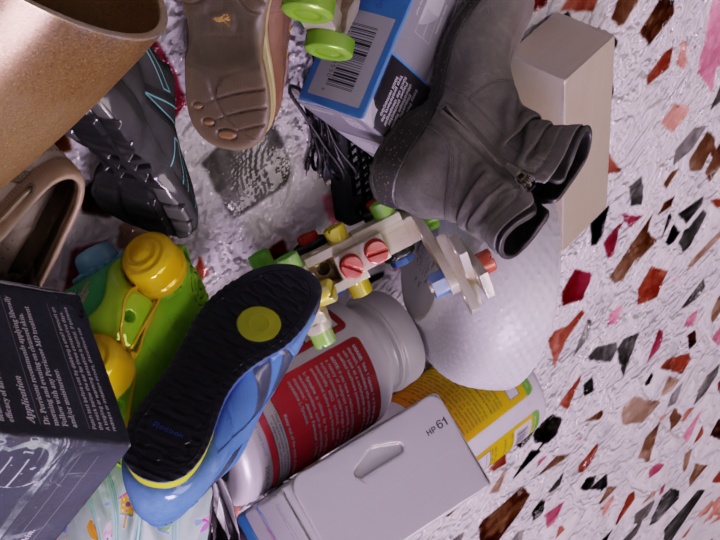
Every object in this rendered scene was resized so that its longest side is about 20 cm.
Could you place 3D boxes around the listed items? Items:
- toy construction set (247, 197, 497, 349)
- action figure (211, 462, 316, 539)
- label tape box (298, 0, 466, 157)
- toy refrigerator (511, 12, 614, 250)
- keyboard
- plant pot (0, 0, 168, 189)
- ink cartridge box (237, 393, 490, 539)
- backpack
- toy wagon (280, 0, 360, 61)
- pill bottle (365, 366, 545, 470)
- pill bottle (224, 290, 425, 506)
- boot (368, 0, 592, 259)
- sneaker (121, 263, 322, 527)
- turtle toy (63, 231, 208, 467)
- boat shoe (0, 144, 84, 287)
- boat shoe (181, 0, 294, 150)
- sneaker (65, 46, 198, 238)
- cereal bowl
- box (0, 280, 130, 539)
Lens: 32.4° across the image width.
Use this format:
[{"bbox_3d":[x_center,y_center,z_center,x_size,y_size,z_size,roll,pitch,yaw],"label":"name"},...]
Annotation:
[{"bbox_3d":[0.000,0.000,0.932,0.197,0.131,0.093,-12,101,-6],"label":"toy construction set"},{"bbox_3d":[-0.095,0.238,1.090,0.198,0.069,0.132,-14,99,-42],"label":"action figure"},{"bbox_3d":[0.051,-0.148,0.922,0.199,0.066,0.145,29,82,-56],"label":"label tape box"},{"bbox_3d":[0.177,-0.123,1.119,0.076,0.070,0.201,-42,145,-27],"label":"toy refrigerator"},{"bbox_3d":[0.001,-0.109,0.950,0.104,0.039,0.202,-36,141,-25],"label":"keyboard"},{"bbox_3d":[-0.226,-0.099,0.602,0.200,0.187,0.185,-48,148,20],"label":"plant pot"},{"bbox_3d":[-0.004,0.182,0.977,0.144,0.085,0.200,-29,172,-21],"label":"ink cartridge box"},{"bbox_3d":[-0.173,0.207,0.925,0.125,0.166,0.202,-6,118,-40],"label":"backpack"},{"bbox_3d":[-0.021,-0.224,0.743,0.200,0.039,0.157,43,55,-77],"label":"toy wagon"},{"bbox_3d":[0.075,0.157,1.200,0.199,0.111,0.112,-33,140,-26],"label":"pill bottle"},{"bbox_3d":[-0.047,0.095,1.005,0.199,0.112,0.113,-27,138,-31],"label":"pill bottle"},{"bbox_3d":[0.105,-0.105,0.845,0.201,0.130,0.068,-60,147,-14],"label":"boot"},{"bbox_3d":[-0.091,0.080,0.818,0.201,0.065,0.079,-56,161,-35],"label":"sneaker"},{"bbox_3d":[-0.169,0.066,0.831,0.202,0.100,0.146,-64,153,-22],"label":"turtle toy"},{"bbox_3d":[-0.233,0.013,0.760,0.071,0.064,0.202,11,111,-52],"label":"boat shoe"},{"bbox_3d":[-0.075,-0.181,0.787,0.068,0.071,0.203,-59,156,-61],"label":"boat shoe"},{"bbox_3d":[-0.135,-0.088,0.780,0.201,0.074,0.080,79,27,-63],"label":"sneaker"},{"bbox_3d":[0.087,-0.001,1.030,0.082,0.201,0.202,3,121,-18],"label":"cereal bowl"},{"bbox_3d":[-0.270,0.105,0.689,0.195,0.125,0.200,14,126,-43],"label":"box"}]
